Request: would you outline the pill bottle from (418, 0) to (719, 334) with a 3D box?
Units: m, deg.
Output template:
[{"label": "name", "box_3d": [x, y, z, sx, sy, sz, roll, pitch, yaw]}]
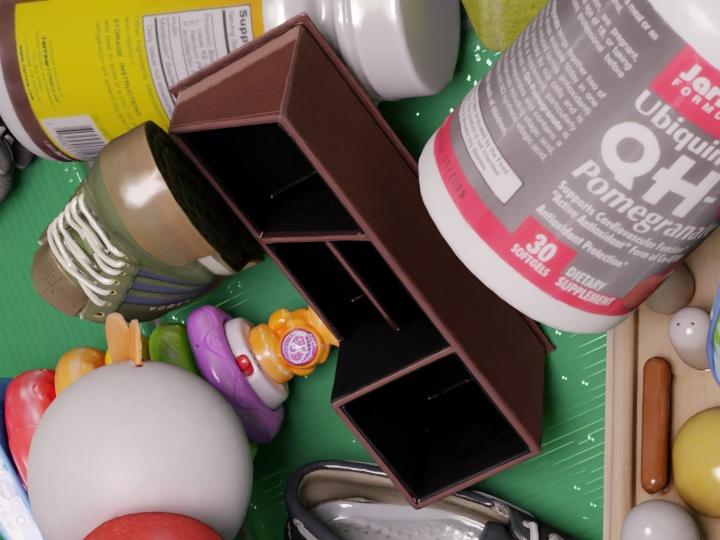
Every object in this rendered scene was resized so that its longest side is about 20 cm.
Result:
[{"label": "pill bottle", "box_3d": [0.121, -0.077, 0.902, 0.111, 0.111, 0.200, 49, 122, 13]}]

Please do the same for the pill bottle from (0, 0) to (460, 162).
[{"label": "pill bottle", "box_3d": [-0.061, -0.109, 1.039, 0.199, 0.109, 0.110, -3, 92, 23]}]

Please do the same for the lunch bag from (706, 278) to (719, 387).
[{"label": "lunch bag", "box_3d": [0.209, 0.006, 0.823, 0.161, 0.082, 0.200, 36, 147, 23]}]

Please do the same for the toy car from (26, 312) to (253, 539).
[{"label": "toy car", "box_3d": [-0.092, 0.117, 0.971, 0.183, 0.177, 0.201, 0, 57, -10]}]

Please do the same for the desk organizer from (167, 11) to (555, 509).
[{"label": "desk organizer", "box_3d": [0.000, 0.000, 0.982, 0.072, 0.077, 0.200, -27, 118, 22]}]

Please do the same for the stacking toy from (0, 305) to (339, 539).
[{"label": "stacking toy", "box_3d": [-0.074, 0.060, 1.071, 0.200, 0.110, 0.116, -30, 81, 10]}]

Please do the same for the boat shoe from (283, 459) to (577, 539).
[{"label": "boat shoe", "box_3d": [0.054, 0.134, 1.015, 0.199, 0.076, 0.060, 10, 137, 21]}]

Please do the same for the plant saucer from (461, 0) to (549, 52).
[{"label": "plant saucer", "box_3d": [0.096, -0.223, 0.961, 0.199, 0.048, 0.201, -27, 70, 14]}]

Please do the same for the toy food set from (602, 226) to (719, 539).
[{"label": "toy food set", "box_3d": [0.160, 0.056, 0.953, 0.143, 0.060, 0.201, -5, 70, 23]}]

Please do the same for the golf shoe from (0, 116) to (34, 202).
[{"label": "golf shoe", "box_3d": [-0.254, -0.089, 1.142, 0.200, 0.078, 0.095, 43, 108, 17]}]

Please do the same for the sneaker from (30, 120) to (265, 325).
[{"label": "sneaker", "box_3d": [-0.101, -0.008, 1.004, 0.090, 0.200, 0.067, -27, 84, 4]}]
